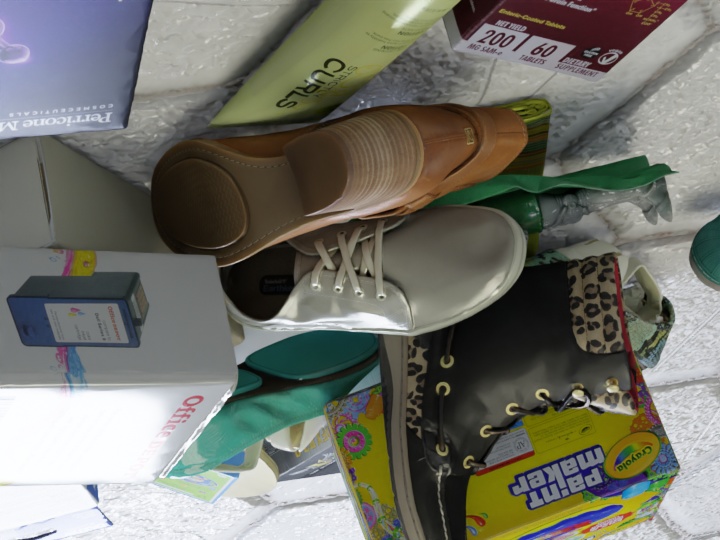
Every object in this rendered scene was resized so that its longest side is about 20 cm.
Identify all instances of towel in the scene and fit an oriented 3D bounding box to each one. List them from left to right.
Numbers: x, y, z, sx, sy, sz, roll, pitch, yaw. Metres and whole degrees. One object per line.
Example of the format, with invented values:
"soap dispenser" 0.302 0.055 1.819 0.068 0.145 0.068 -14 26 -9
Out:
"towel" 0.078 -0.046 1.396 0.086 0.018 0.200 -12 153 -4

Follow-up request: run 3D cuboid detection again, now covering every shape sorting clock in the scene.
"shape sorting clock" -0.151 0.113 1.497 0.199 0.039 0.200 16 163 5

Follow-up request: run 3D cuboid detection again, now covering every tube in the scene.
"tube" -0.007 -0.122 1.178 0.058 0.052 0.200 35 143 -14

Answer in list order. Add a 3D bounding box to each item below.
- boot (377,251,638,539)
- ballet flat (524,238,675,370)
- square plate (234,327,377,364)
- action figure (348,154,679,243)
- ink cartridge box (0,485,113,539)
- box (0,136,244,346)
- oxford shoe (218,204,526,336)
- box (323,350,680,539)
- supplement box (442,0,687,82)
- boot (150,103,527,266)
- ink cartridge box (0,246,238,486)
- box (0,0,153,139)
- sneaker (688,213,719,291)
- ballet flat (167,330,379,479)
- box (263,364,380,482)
"boot" 0.092 0.085 1.310 0.150 0.201 0.073 -7 172 10
"ballet flat" 0.166 0.013 1.513 0.074 0.075 0.200 -24 155 19
"square plate" -0.076 0.043 1.478 0.198 0.029 0.200 -27 151 21
"action figure" 0.088 -0.035 1.338 0.199 0.055 0.118 -8 177 -4
"ink cartridge box" -0.250 0.125 1.423 0.119 0.042 0.200 -15 144 8
"box" -0.163 -0.002 1.294 0.095 0.078 0.200 -25 151 22
"oxford shoe" 0.000 0.000 1.280 0.199 0.076 0.058 -6 163 22
"box" 0.091 0.130 1.454 0.199 0.122 0.193 -20 164 -3
"supplement box" 0.138 -0.183 1.118 0.108 0.061 0.200 8 145 -36
"boot" -0.015 -0.059 1.261 0.155 0.077 0.200 -13 175 -44
"ink cartridge box" -0.187 0.057 1.212 0.199 0.088 0.145 3 150 -26
"box" -0.172 -0.152 0.977 0.147 0.105 0.200 -7 152 -16
"sneaker" 0.320 -0.041 1.476 0.199 0.072 0.080 -14 149 -12
"ballet flat" -0.065 0.090 1.412 0.200 0.067 0.071 -17 118 -45
"box" 0.040 0.087 1.555 0.200 0.048 0.158 -33 161 34
